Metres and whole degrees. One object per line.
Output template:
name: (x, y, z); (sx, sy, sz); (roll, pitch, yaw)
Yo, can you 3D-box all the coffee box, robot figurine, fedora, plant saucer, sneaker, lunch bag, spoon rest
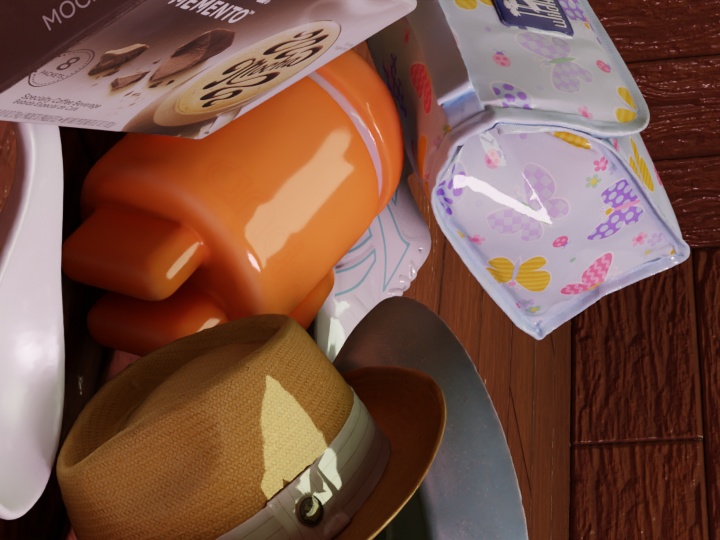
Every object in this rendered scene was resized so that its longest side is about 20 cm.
coffee box: (-0.069, -0.111, 0.630); (0.080, 0.113, 0.200); (63, 15, 6)
robot figurine: (-0.055, -0.039, 0.846); (0.144, 0.117, 0.200); (46, 55, -5)
fedora: (-0.063, 0.076, 0.733); (0.082, 0.200, 0.201); (61, 19, -17)
plant saucer: (0.020, 0.114, 0.844); (0.200, 0.036, 0.201); (169, -90, -69)
sneaker: (0.000, 0.000, 0.973); (0.070, 0.080, 0.201); (147, -46, -62)
lunch bag: (0.078, -0.089, 0.925); (0.200, 0.127, 0.170); (44, 20, -50)
spoon rest: (-0.138, -0.004, 0.656); (0.099, 0.060, 0.201); (-59, 142, -70)
